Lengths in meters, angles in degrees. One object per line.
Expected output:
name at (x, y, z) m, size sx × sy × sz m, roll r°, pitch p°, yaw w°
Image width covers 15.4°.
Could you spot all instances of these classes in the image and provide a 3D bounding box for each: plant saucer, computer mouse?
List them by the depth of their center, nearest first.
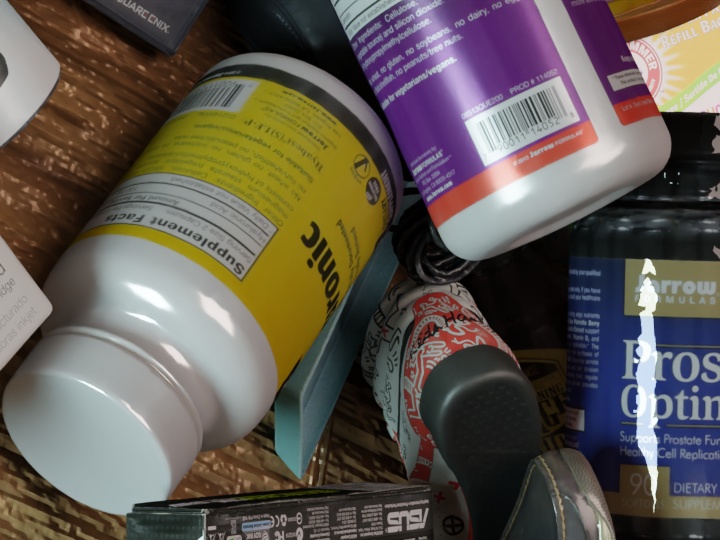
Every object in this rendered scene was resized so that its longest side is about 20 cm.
computer mouse at (0.018, -0.102, 1.253) m, size 0.200 × 0.053 × 0.138 m, roll 47°, pitch 57°, yaw 8°
plant saucer at (0.000, 0.000, 1.263) m, size 0.070 × 0.019 × 0.201 m, roll 91°, pitch 20°, yaw -53°

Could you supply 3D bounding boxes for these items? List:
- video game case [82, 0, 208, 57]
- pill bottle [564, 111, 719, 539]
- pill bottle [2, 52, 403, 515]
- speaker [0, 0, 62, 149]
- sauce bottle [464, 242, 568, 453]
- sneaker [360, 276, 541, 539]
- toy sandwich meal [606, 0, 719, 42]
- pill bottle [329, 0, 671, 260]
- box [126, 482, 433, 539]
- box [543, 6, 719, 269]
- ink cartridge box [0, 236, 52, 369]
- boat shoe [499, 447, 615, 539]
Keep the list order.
video game case at (-0.085, -0.215, 1.184) m, size 0.143 × 0.019 × 0.201 m, roll 32°, pitch 92°, yaw -35°
pill bottle at (0.152, 0.027, 1.255) m, size 0.111 × 0.111 × 0.202 m, roll 0°, pitch 92°, yaw -45°
pill bottle at (-0.070, 0.007, 1.147) m, size 0.112 × 0.111 × 0.200 m, roll 52°, pitch 48°, yaw -21°
speaker at (-0.212, -0.131, 1.065) m, size 0.200 × 0.081 × 0.081 m, roll 52°, pitch 48°, yaw -23°
sauce bottle at (0.094, 0.043, 1.339) m, size 0.066 × 0.066 × 0.201 m, roll -41°, pitch 106°, yaw -44°
sneaker at (0.050, 0.097, 1.271) m, size 0.067 × 0.108 × 0.202 m, roll -17°, pitch 127°, yaw -11°
toy sandwich meal at (0.110, -0.179, 1.340) m, size 0.205 × 0.204 × 0.071 m, roll -38°, pitch 129°, yaw -44°
pill bottle at (0.050, -0.114, 1.183) m, size 0.112 × 0.112 × 0.201 m, roll -19°, pitch 82°, yaw -46°
box at (-0.029, 0.191, 1.129) m, size 0.200 × 0.047 × 0.195 m, roll 1°, pitch 90°, yaw -61°
box at (0.156, -0.041, 1.371) m, size 0.112 × 0.101 × 0.201 m, roll -20°, pitch 94°, yaw -18°
ink cartridge box at (-0.232, -0.012, 1.007) m, size 0.200 × 0.085 × 0.146 m, roll 54°, pitch 47°, yaw -18°
boat shoe at (0.069, 0.175, 1.213) m, size 0.073 × 0.075 × 0.201 m, roll -1°, pitch 116°, yaw -17°
